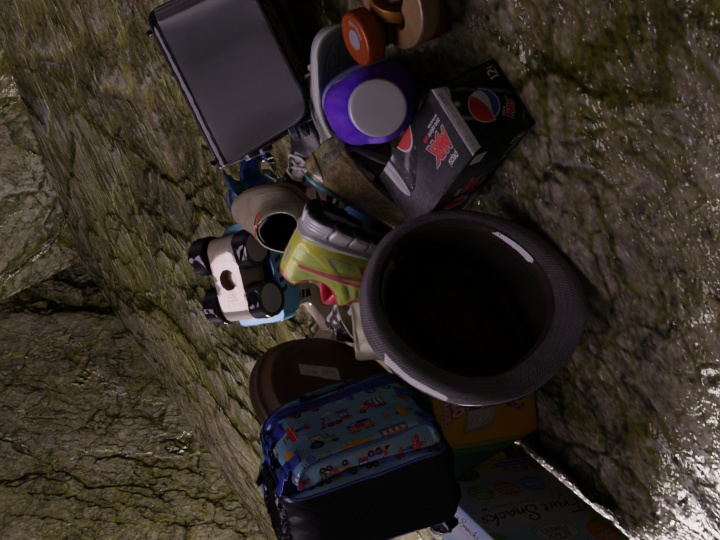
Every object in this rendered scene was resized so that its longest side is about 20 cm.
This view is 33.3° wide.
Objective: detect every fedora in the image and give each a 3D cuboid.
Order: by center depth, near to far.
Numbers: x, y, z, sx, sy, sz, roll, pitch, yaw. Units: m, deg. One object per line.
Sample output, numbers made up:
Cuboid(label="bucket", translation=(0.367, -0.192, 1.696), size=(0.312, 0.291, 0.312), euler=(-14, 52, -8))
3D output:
Cuboid(label="fedora", translation=(0.095, 0.042, 1.051), size=(0.200, 0.177, 0.090), euler=(31, 161, 20))

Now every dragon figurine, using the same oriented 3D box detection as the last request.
Cuboid(label="dragon figurine", translation=(-0.150, -0.107, 1.597), size=(0.200, 0.099, 0.059), euler=(51, 159, 28))

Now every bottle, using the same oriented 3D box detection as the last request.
Cuboid(label="bottle", translation=(0.009, -0.148, 1.056), size=(0.065, 0.083, 0.200), euler=(63, -177, -11))

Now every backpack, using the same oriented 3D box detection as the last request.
Cuboid(label="backpack", translation=(-0.016, 0.177, 1.171), size=(0.200, 0.182, 0.135), euler=(-128, 25, -63))

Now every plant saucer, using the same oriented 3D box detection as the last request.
Cuboid(label="plant saucer", translation=(-0.028, 0.146, 1.350), size=(0.200, 0.200, 0.029), euler=(51, 131, 28))

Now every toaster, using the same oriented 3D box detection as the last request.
Cuboid(label="toaster", translation=(-0.127, -0.216, 1.253), size=(0.200, 0.119, 0.181), euler=(64, -172, -6))

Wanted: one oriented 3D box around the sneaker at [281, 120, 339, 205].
Cuboid(label="sneaker", translation=(-0.062, -0.090, 1.413), size=(0.074, 0.088, 0.200), euler=(36, 147, 56))

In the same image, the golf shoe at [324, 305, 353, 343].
Cuboid(label="golf shoe", translation=(0.003, 0.038, 1.473), size=(0.200, 0.078, 0.095), euler=(-162, 77, -81))

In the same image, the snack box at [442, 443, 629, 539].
Cuboid(label="snack box", translation=(0.154, 0.250, 1.230), size=(0.200, 0.142, 0.053), euler=(38, 126, 51))

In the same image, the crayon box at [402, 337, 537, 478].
Cuboid(label="crayon box", translation=(0.105, 0.104, 1.190), size=(0.058, 0.119, 0.200), euler=(42, 154, 45))

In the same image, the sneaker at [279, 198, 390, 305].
Cuboid(label="sneaker", translation=(0.000, 0.000, 1.198), size=(0.200, 0.090, 0.078), euler=(24, -160, -36))

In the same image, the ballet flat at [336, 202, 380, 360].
Cuboid(label="ballet flat", translation=(-0.006, 0.008, 1.353), size=(0.069, 0.069, 0.200), euler=(130, 127, -71))

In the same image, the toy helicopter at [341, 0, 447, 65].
Cuboid(label="toy helicopter", translation=(0.008, -0.276, 0.975), size=(0.200, 0.079, 0.132), euler=(63, 162, 8))

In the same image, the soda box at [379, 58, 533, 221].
Cuboid(label="soda box", translation=(0.078, -0.103, 1.052), size=(0.071, 0.063, 0.200), euler=(59, 161, 9))

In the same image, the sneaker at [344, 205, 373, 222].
Cuboid(label="sneaker", translation=(0.051, 0.000, 1.293), size=(0.200, 0.078, 0.066), euler=(48, 167, -25))

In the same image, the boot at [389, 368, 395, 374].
Cuboid(label="boot", translation=(0.101, 0.164, 1.347), size=(0.174, 0.069, 0.200), euler=(57, -178, -13))

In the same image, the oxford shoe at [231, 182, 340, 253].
Cuboid(label="oxford shoe", translation=(-0.095, -0.059, 1.354), size=(0.200, 0.074, 0.071), euler=(14, 108, 49))

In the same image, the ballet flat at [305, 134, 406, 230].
Cuboid(label="ballet flat", translation=(0.039, -0.065, 1.177), size=(0.200, 0.071, 0.071), euler=(35, 167, -14))

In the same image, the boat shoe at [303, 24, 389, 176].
Cuboid(label="boat shoe", translation=(-0.020, -0.165, 1.214), size=(0.065, 0.074, 0.202), euler=(41, 160, 37))

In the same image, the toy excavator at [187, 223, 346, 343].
Cuboid(label="toy excavator", translation=(-0.099, 0.025, 1.530), size=(0.100, 0.200, 0.195), euler=(-10, 96, 39))
